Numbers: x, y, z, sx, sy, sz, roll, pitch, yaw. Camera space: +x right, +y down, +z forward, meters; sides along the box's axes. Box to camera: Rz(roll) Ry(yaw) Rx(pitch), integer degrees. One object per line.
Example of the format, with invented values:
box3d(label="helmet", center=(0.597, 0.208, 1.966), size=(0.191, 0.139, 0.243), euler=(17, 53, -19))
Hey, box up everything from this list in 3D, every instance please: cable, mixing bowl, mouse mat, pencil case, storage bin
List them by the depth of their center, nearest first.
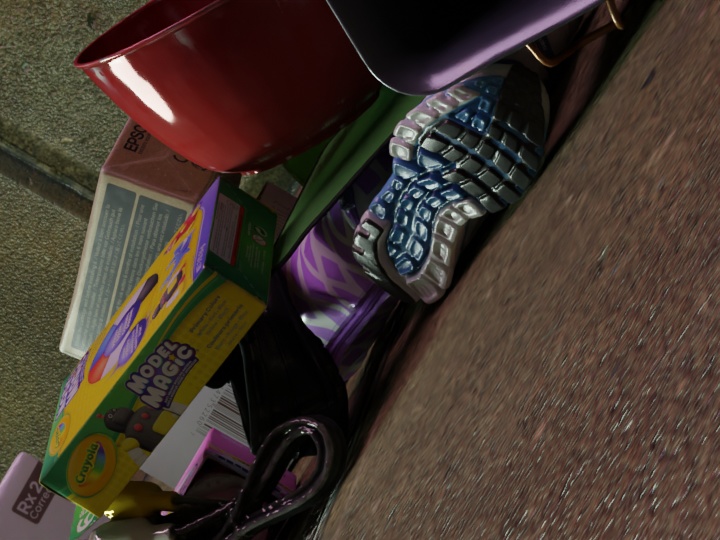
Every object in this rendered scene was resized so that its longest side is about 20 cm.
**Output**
box3d(label="storage bin", center=(0.091, -0.186, 1.293), size=(0.199, 0.146, 0.134), euler=(-28, 9, 28))
box3d(label="cable", center=(-0.086, 0.147, 1.464), size=(0.200, 0.050, 0.098), euler=(-26, 68, 42))
box3d(label="mouse mat", center=(0.013, -0.089, 1.467), size=(0.200, 0.008, 0.161), euler=(-48, 11, 37))
box3d(label="mixing bowl", center=(-0.055, -0.126, 1.503), size=(0.200, 0.109, 0.200), euler=(-30, 13, 7))
box3d(label="pencil case", center=(0.000, 0.000, 1.564), size=(0.200, 0.083, 0.086), euler=(125, 136, -59))

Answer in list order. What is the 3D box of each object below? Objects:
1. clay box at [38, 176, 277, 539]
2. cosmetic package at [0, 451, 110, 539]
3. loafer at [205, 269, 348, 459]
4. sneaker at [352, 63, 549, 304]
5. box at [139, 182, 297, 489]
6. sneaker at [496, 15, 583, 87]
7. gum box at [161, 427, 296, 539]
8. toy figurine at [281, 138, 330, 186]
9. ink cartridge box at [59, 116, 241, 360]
box3d(label="clay box", center=(-0.123, 0.053, 1.485), size=(0.200, 0.047, 0.115), euler=(-50, 16, 23))
box3d(label="cosmetic package", center=(-0.222, 0.253, 1.869), size=(0.165, 0.164, 0.200), euler=(-62, 4, -16))
box3d(label="loafer", center=(-0.071, 0.039, 1.545), size=(0.201, 0.070, 0.068), euler=(-123, 27, -45))
box3d(label="sneaker", center=(0.056, -0.065, 1.384), size=(0.087, 0.075, 0.200), euler=(-56, 2, -33))
box3d(label="box", center=(-0.071, 0.056, 1.795), size=(0.153, 0.106, 0.200), euler=(-59, 5, 23))
box3d(label="sneaker", center=(0.058, -0.097, 1.524), size=(0.200, 0.075, 0.088), euler=(-56, 6, 50))
box3d(label="gum box", center=(-0.116, 0.206, 1.594), size=(0.201, 0.066, 0.114), euler=(-60, 4, 4))
box3d(label="toy figurine", center=(0.043, -0.156, 1.836), size=(0.200, 0.150, 0.184), euler=(-45, 1, 25))
box3d(label="ink cartridge box", center=(-0.134, -0.047, 1.787), size=(0.200, 0.075, 0.165), euler=(-69, -2, -54))
